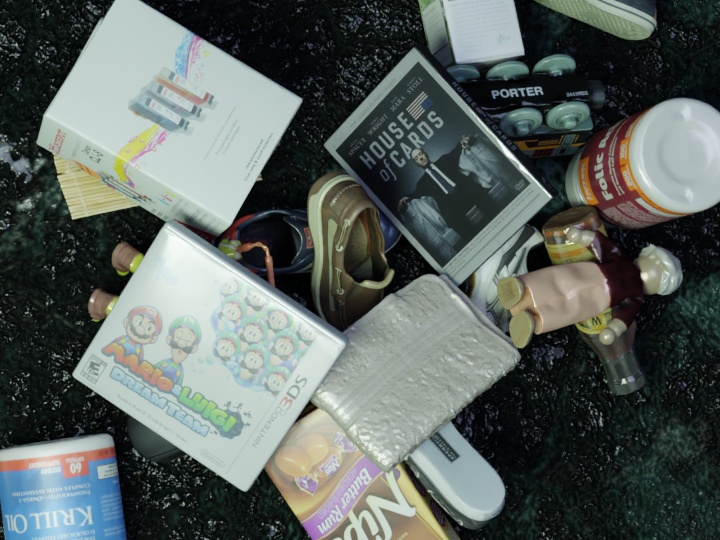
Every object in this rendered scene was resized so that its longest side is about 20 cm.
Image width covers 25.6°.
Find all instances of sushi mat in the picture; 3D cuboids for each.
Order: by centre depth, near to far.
[{"bbox_3d":[-0.204,-0.116,1.583,0.200,0.012,0.096,-13,88,-16],"label":"sushi mat"}]

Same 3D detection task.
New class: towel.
[{"bbox_3d":[0.049,0.092,1.520,0.133,0.034,0.200,43,60,15],"label":"towel"}]

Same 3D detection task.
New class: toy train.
[{"bbox_3d":[0.149,-0.158,1.629,0.200,0.114,0.085,-7,63,-14],"label":"toy train"}]

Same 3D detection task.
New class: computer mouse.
[{"bbox_3d":[-0.142,0.099,1.562,0.200,0.046,0.140,-19,91,-16],"label":"computer mouse"}]

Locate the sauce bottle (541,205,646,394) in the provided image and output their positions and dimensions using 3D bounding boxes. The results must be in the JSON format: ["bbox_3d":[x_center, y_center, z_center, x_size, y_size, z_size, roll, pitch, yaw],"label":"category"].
[{"bbox_3d":[0.249,0.033,1.649,0.066,0.066,0.200,-28,106,-16],"label":"sauce bottle"}]

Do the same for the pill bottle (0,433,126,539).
[{"bbox_3d":[-0.273,0.258,1.479,0.112,0.112,0.200,-8,87,-15],"label":"pill bottle"}]

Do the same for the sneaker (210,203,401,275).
[{"bbox_3d":[-0.045,-0.032,1.580,0.200,0.085,0.075,-13,88,-16],"label":"sneaker"}]

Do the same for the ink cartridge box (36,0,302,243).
[{"bbox_3d":[-0.186,-0.142,1.508,0.200,0.145,0.145,31,77,-9],"label":"ink cartridge box"}]

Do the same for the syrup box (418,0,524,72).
[{"bbox_3d":[0.103,-0.307,1.648,0.081,0.079,0.200,-10,87,-15],"label":"syrup box"}]

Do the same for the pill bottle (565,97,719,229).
[{"bbox_3d":[0.289,-0.103,1.616,0.114,0.200,0.114,2,84,-15],"label":"pill bottle"}]

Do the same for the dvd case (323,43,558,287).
[{"bbox_3d":[0.077,-0.101,1.568,0.200,0.150,0.025,48,30,4],"label":"dvd case"}]

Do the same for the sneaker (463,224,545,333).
[{"bbox_3d":[0.142,0.040,1.628,0.088,0.076,0.200,13,82,-13],"label":"sneaker"}]

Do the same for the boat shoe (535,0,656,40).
[{"bbox_3d":[0.232,-0.309,1.685,0.200,0.075,0.062,20,77,-22],"label":"boat shoe"}]

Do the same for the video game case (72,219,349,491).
[{"bbox_3d":[-0.141,0.080,1.471,0.200,0.024,0.182,34,108,0],"label":"video game case"}]

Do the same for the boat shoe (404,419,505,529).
[{"bbox_3d":[0.065,0.168,1.537,0.070,0.066,0.200,-32,68,-28],"label":"boat shoe"}]

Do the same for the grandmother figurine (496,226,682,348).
[{"bbox_3d":[0.234,0.013,1.575,0.200,0.061,0.121,-11,87,-25],"label":"grandmother figurine"}]

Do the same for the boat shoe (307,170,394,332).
[{"bbox_3d":[-0.005,0.003,1.540,0.075,0.075,0.202,-35,136,-24],"label":"boat shoe"}]

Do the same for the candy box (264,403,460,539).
[{"bbox_3d":[-0.002,0.222,1.563,0.117,0.056,0.200,-33,95,10],"label":"candy box"}]

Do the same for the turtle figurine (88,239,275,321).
[{"bbox_3d":[-0.180,0.048,1.516,0.161,0.064,0.200,22,95,19],"label":"turtle figurine"}]
